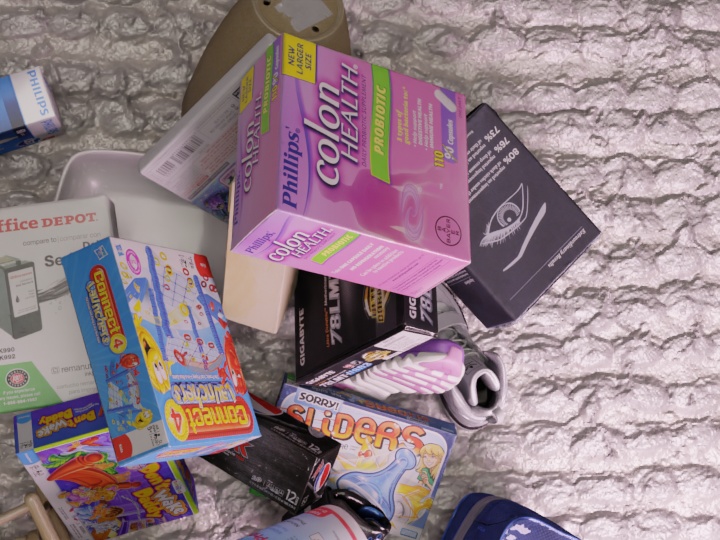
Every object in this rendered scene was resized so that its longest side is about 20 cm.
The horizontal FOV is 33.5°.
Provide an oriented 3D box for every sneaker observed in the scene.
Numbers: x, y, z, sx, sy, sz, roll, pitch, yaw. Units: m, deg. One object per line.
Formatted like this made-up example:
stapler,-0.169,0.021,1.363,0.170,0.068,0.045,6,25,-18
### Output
sneaker,0.103,0.083,1.312,0.074,0.115,0.202,-25,90,-12
sneaker,0.004,0.323,1.283,0.111,0.073,0.201,-35,100,14
sneaker,0.038,0.085,1.277,0.080,0.199,0.089,28,66,-28

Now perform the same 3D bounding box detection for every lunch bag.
lunch bag,0.146,0.353,1.297,0.135,0.132,0.202,31,82,-21

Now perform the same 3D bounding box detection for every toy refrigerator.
toy refrigerator,-0.097,-0.035,1.203,0.069,0.201,0.076,17,48,4

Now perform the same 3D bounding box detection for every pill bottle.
pill bottle,-0.090,0.308,1.157,0.198,0.108,0.110,-13,88,-37

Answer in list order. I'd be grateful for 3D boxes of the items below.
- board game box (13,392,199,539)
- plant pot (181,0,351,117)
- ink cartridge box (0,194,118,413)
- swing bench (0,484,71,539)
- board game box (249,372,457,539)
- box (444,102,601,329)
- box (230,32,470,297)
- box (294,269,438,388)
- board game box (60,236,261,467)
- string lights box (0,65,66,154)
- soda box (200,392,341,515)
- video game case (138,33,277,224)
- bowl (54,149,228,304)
board game box,-0.253,0.199,1.216,0.133,0.201,0.045,-16,51,-3
plant pot,-0.081,-0.211,1.234,0.185,0.200,0.189,7,60,-12
ink cartridge box,-0.309,0.033,1.203,0.144,0.084,0.203,-8,88,-8
swing bench,-0.377,0.353,1.224,0.197,0.130,0.202,-24,90,-9
board game box,-0.009,0.205,1.310,0.198,0.034,0.137,17,104,-6
box,0.140,-0.057,1.327,0.148,0.104,0.200,-42,93,-14
box,-0.007,-0.091,1.088,0.198,0.097,0.178,14,63,-26
box,0.000,0.000,1.240,0.049,0.198,0.202,15,62,-34
board game box,-0.185,0.078,1.142,0.055,0.200,0.198,-22,79,16
string lights box,-0.420,-0.150,1.262,0.198,0.103,0.060,-19,89,-8
soda box,-0.124,0.171,1.257,0.198,0.063,0.071,27,105,19
video game case,-0.091,-0.122,1.198,0.200,0.024,0.181,-39,132,25
bowl,-0.235,-0.021,1.294,0.197,0.075,0.202,9,85,-8
